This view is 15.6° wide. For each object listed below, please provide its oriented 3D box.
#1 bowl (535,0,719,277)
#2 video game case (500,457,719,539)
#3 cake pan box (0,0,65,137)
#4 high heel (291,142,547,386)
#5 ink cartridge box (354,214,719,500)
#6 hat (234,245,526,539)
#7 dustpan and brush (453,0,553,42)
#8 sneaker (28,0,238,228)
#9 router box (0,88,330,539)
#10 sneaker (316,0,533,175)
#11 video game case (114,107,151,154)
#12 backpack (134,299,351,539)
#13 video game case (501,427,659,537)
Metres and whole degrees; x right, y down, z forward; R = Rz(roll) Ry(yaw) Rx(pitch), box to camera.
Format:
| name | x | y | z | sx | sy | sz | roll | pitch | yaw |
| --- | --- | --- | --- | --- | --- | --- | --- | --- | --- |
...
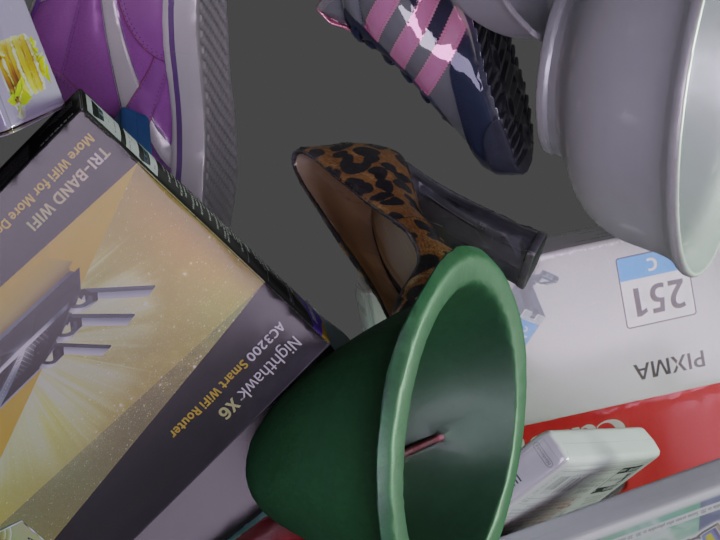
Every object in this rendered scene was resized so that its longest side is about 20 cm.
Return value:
| name | x | y | z | sx | sy | sz | roll | pitch | yaw |
| --- | --- | --- | --- | --- | --- | --- | --- | --- | --- |
| bowl | 0.146 | -0.101 | 1.349 | 0.090 | 0.201 | 0.201 | 10 | 102 | 17 |
| video game case | 0.129 | 0.184 | 1.342 | 0.200 | 0.023 | 0.182 | -18 | 135 | -16 |
| cake pan box | -0.251 | -0.126 | 1.181 | 0.200 | 0.052 | 0.184 | -17 | 97 | 31 |
| high heel | 0.000 | 0.000 | 1.329 | 0.143 | 0.200 | 0.071 | 24 | 120 | 11 |
| ink cartridge box | 0.111 | 0.070 | 1.440 | 0.200 | 0.045 | 0.176 | -12 | 103 | -5 |
| hat | -0.037 | 0.079 | 1.202 | 0.176 | 0.200 | 0.166 | 4 | 138 | 24 |
| dustpan and brush | 0.064 | -0.167 | 1.305 | 0.057 | 0.200 | 0.140 | -2 | 106 | 36 |
| sneaker | -0.126 | -0.075 | 1.372 | 0.114 | 0.073 | 0.201 | 2 | 108 | 11 |
| router box | -0.139 | 0.044 | 1.187 | 0.157 | 0.052 | 0.200 | 43 | 96 | -15 |
| sneaker | 0.026 | -0.133 | 1.381 | 0.082 | 0.070 | 0.200 | -18 | 108 | 21 |
| video game case | -0.155 | 0.033 | 1.312 | 0.018 | 0.143 | 0.200 | 22 | 120 | -21 |
| backpack | -0.061 | 0.100 | 1.337 | 0.176 | 0.200 | 0.153 | -42 | 96 | 2 |
| video game case | 0.058 | 0.142 | 1.362 | 0.182 | 0.200 | 0.024 | -38 | 76 | 14 |
